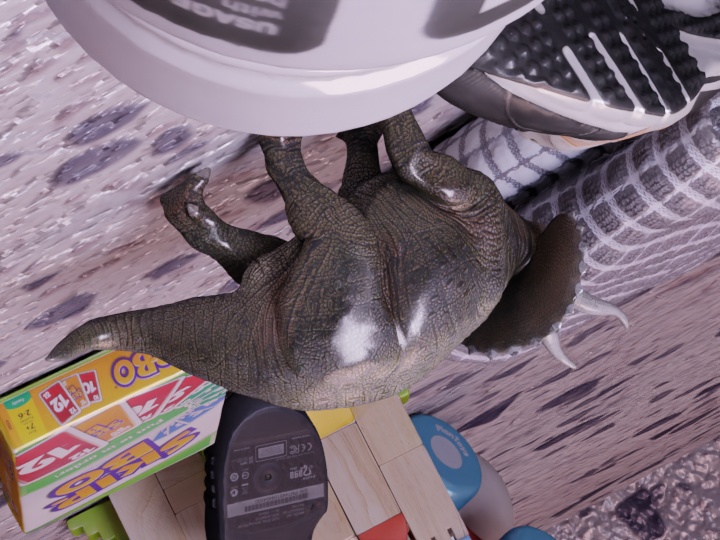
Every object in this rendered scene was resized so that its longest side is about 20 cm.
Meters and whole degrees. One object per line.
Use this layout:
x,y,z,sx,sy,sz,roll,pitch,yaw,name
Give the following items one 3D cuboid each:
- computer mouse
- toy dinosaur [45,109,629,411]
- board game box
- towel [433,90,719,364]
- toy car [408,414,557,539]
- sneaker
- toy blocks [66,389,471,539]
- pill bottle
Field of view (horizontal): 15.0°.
-0.049,0.145,1.293,0.058,0.201,0.034,-8,-159,-26,computer mouse
0.000,0.000,0.869,0.199,0.103,0.077,-22,168,-34,toy dinosaur
-0.103,0.065,1.130,0.095,0.030,0.200,-25,171,-11,board game box
0.121,-0.040,1.025,0.199,0.086,0.165,-16,165,-48,towel
0.053,0.177,1.706,0.184,0.177,0.200,-47,174,29,toy car
0.061,-0.062,0.815,0.080,0.074,0.200,-31,169,28,sneaker
-0.028,0.140,1.357,0.199,0.137,0.100,-26,169,-7,toy blocks
-0.001,-0.097,0.383,0.113,0.114,0.200,-25,169,-15,pill bottle
